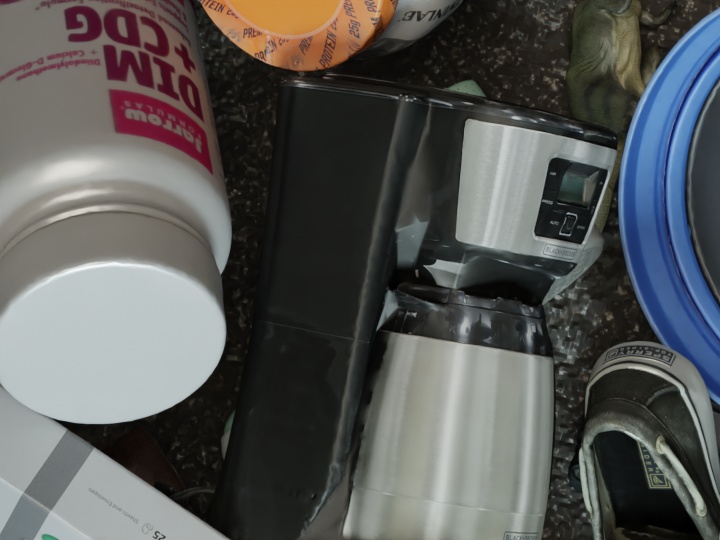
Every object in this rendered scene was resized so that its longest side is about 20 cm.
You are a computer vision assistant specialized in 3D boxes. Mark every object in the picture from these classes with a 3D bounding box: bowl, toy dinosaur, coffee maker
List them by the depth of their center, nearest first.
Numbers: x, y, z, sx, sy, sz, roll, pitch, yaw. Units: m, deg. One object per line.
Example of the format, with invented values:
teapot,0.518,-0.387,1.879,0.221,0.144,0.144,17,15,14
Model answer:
coffee maker,0.001,0.021,1.227,0.191,0.135,0.201,8,89,10
bowl,0.204,-0.025,1.238,0.200,0.039,0.202,9,107,33
toy dinosaur,0.126,-0.076,1.338,0.088,0.047,0.201,7,88,27

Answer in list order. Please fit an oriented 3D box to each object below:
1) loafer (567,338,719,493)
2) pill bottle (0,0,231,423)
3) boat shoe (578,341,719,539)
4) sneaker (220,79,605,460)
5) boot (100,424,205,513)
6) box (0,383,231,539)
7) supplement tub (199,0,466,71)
loafer,0.194,0.076,1.303,0.199,0.073,0.073,8,82,8
pill bottle,-0.114,-0.041,1.223,0.113,0.114,0.200,-18,47,6
boat shoe,0.132,0.128,1.262,0.070,0.064,0.201,-7,122,24
sneaker,0.000,0.000,1.337,0.200,0.074,0.118,-36,74,9
boot,-0.166,0.121,1.357,0.166,0.072,0.200,-37,85,-2
box,-0.105,0.135,1.243,0.200,0.156,0.041,33,61,-2
supplement tub,0.014,-0.169,1.273,0.122,0.200,0.123,15,125,23
